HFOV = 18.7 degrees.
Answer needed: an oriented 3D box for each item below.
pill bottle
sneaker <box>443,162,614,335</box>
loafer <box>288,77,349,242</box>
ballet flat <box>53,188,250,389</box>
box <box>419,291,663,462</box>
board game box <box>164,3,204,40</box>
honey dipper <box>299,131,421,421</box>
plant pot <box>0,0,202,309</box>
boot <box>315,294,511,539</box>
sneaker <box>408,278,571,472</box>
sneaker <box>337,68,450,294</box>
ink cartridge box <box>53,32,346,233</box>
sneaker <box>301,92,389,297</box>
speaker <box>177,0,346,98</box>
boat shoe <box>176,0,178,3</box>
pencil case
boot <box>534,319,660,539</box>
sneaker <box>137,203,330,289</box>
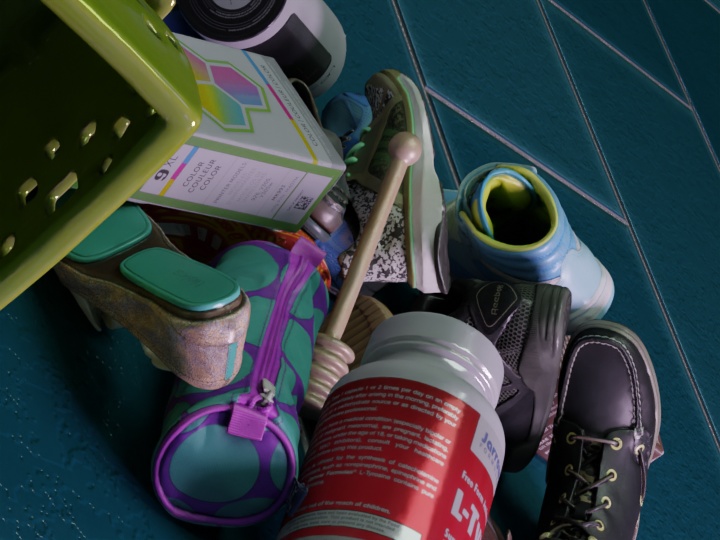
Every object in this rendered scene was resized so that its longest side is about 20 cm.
[{"bbox_3d":[0.020,0.126,1.250,0.112,0.112,0.201,42,46,-25],"label":"pill bottle"},{"bbox_3d":[0.082,-0.040,1.541,0.199,0.080,0.131,23,-21,38],"label":"sneaker"},{"bbox_3d":[-0.043,-0.083,1.464,0.072,0.063,0.200,44,5,-26],"label":"loafer"},{"bbox_3d":[-0.128,0.011,1.228,0.068,0.068,0.200,-20,33,-26],"label":"ballet flat"},{"bbox_3d":[0.137,0.077,1.654,0.200,0.075,0.101,38,29,-36],"label":"box"},{"bbox_3d":[-0.158,-0.171,1.479,0.201,0.039,0.158,61,18,8],"label":"board game box"},{"bbox_3d":[0.000,0.000,1.404,0.038,0.038,0.201,37,66,-34],"label":"honey dipper"},{"bbox_3d":[-0.211,-0.116,1.118,0.200,0.199,0.182,43,20,-23],"label":"plant pot"},{"bbox_3d":[0.038,0.129,1.433,0.166,0.072,0.201,49,20,-43],"label":"boot"},{"bbox_3d":[0.082,0.068,1.517,0.200,0.113,0.077,88,15,-59],"label":"sneaker"},{"bbox_3d":[0.007,-0.064,1.488,0.201,0.088,0.077,-100,-175,-46],"label":"sneaker"},{"bbox_3d":[-0.112,-0.089,1.291,0.199,0.059,0.104,10,37,-47],"label":"ink cartridge box"},{"bbox_3d":[-0.011,-0.070,1.568,0.090,0.078,0.201,37,29,-27],"label":"sneaker"},{"bbox_3d":[-0.066,-0.176,1.529,0.082,0.081,0.200,59,5,12],"label":"speaker"},{"bbox_3d":[-0.123,-0.227,1.492,0.073,0.063,0.200,58,18,1],"label":"boat shoe"},{"bbox_3d":[-0.065,0.062,1.269,0.085,0.093,0.200,33,27,-14],"label":"pencil case"},{"bbox_3d":[0.154,0.152,1.486,0.154,0.073,0.205,-54,148,-61],"label":"boot"},{"bbox_3d":[-0.091,-0.035,1.379,0.200,0.073,0.077,37,23,-39],"label":"sneaker"}]
